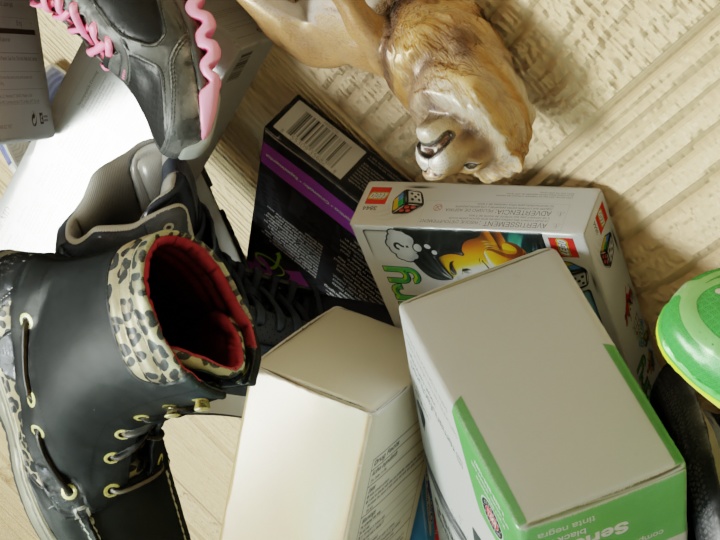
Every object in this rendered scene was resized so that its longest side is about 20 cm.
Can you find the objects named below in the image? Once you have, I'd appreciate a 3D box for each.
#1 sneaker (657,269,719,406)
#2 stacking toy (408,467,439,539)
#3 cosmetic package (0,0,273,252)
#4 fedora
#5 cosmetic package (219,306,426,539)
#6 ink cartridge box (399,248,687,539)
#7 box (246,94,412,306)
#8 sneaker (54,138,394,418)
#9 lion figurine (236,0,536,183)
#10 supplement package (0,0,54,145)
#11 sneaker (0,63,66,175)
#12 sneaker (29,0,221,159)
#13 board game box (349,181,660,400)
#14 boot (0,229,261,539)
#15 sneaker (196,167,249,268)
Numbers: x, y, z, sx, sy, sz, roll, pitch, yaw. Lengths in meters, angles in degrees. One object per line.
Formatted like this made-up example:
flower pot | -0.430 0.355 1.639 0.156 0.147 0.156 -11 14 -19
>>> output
sneaker | 0.211 0.029 0.797 0.199 0.074 0.084 15 151 33
stacking toy | 0.033 0.126 1.181 0.109 0.117 0.200 -5 176 28
cosmetic package | -0.128 -0.069 1.097 0.082 0.051 0.200 38 118 10
fedora | 0.197 0.136 0.958 0.201 0.091 0.202 -10 -90 -89
cosmetic package | -0.021 0.131 1.030 0.071 0.105 0.201 20 112 19
ink cartridge box | 0.091 0.115 0.961 0.201 0.084 0.146 79 167 -46
box | 0.000 0.000 1.156 0.143 0.036 0.200 38 155 11
sneaker | -0.063 0.004 1.060 0.077 0.201 0.147 -108 17 -54
lion figurine | 0.000 -0.115 0.944 0.200 0.072 0.123 38 168 51
supplement package | -0.244 -0.157 1.031 0.120 0.120 0.201 -25 -72 -77
sneaker | -0.172 -0.031 1.327 0.200 0.081 0.115 48 154 -12
sneaker | -0.133 -0.141 0.988 0.201 0.095 0.079 68 158 11
board game box | 0.085 0.037 1.033 0.126 0.035 0.201 3 137 29
boot | -0.105 0.076 0.981 0.153 0.073 0.205 -11 107 46
sneaker | -0.119 -0.016 1.183 0.076 0.087 0.201 117 128 -84
